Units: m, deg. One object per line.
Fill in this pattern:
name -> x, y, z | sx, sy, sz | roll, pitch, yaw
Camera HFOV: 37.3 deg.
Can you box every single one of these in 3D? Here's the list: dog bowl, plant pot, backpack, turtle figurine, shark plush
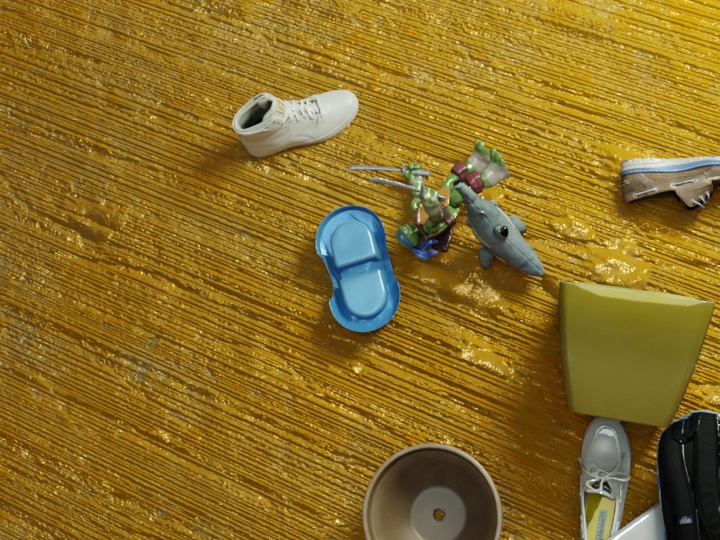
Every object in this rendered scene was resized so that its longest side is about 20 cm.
dog bowl -> 0.000, 0.000, 1.652 | 0.111, 0.050, 0.201 | -16, 76, 9
plant pot -> 0.108, 0.352, 1.533 | 0.200, 0.093, 0.202 | -2, 79, 13
plant pot -> 0.370, 0.114, 1.480 | 0.199, 0.200, 0.177 | 8, 91, 14
backpack -> 0.474, 0.288, 1.429 | 0.163, 0.153, 0.201 | -32, 68, 43
turtle figurine -> 0.110, -0.138, 1.604 | 0.194, 0.144, 0.200 | -35, 84, -4
shark plush -> 0.204, -0.071, 1.561 | 0.091, 0.200, 0.083 | -34, 34, -6

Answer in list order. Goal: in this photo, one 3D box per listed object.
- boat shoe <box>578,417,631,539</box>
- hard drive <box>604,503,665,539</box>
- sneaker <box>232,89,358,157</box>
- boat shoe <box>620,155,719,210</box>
boat shoe -> 0.338, 0.302, 1.495 | 0.074, 0.086, 0.203 | 8, 81, 14
hard drive -> 0.365, 0.426, 1.444 | 0.199, 0.025, 0.132 | -29, 85, -19
sneaker -> -0.104, -0.246, 1.692 | 0.199, 0.116, 0.074 | -23, 73, 6
boat shoe -> 0.484, -0.126, 1.565 | 0.199, 0.072, 0.073 | 0, 83, 23
